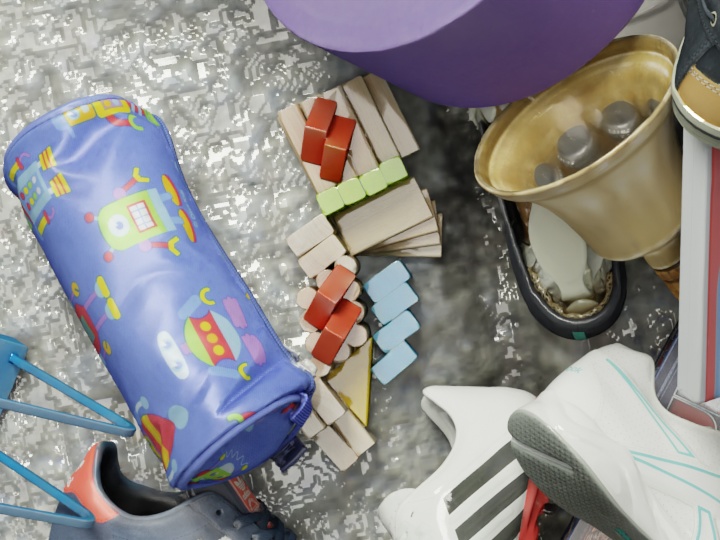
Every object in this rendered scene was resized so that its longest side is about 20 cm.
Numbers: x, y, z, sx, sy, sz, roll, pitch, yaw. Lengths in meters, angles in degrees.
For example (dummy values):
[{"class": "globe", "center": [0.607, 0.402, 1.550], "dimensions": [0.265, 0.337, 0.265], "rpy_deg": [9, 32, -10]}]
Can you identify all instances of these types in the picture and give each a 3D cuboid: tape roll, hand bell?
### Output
[{"class": "tape roll", "center": [0.046, -0.181, 0.899], "dimensions": [0.200, 0.085, 0.200], "rpy_deg": [-15, 66, 37]}, {"class": "hand bell", "center": [0.148, 0.000, 0.905], "dimensions": [0.104, 0.104, 0.200], "rpy_deg": [-37, 117, 3]}]

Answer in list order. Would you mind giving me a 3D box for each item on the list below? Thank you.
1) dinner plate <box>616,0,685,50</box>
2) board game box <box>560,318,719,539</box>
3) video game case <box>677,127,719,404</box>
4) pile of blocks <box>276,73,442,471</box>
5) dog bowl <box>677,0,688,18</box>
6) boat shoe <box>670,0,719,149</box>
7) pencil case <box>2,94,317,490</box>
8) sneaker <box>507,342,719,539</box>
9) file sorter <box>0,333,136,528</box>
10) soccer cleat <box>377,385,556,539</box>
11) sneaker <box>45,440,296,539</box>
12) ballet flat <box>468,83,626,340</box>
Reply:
[{"class": "dinner plate", "center": [0.116, -0.187, 0.980], "dimensions": [0.200, 0.024, 0.201], "rpy_deg": [0, 91, 2]}, {"class": "board game box", "center": [0.184, 0.119, 0.973], "dimensions": [0.135, 0.035, 0.200], "rpy_deg": [27, 92, 3]}, {"class": "video game case", "center": [0.228, -0.032, 0.888], "dimensions": [0.200, 0.017, 0.143], "rpy_deg": [-17, 121, -25]}, {"class": "pile of blocks", "center": [0.000, 0.000, 0.968], "dimensions": [0.082, 0.062, 0.200], "rpy_deg": [-2, 91, 3]}, {"class": "dog bowl", "center": [0.239, -0.161, 0.943], "dimensions": [0.200, 0.059, 0.200], "rpy_deg": [0, 92, -6]}, {"class": "boat shoe", "center": [0.177, -0.135, 0.833], "dimensions": [0.075, 0.062, 0.200], "rpy_deg": [19, 49, 5]}, {"class": "pencil case", "center": [-0.094, 0.009, 0.942], "dimensions": [0.087, 0.078, 0.200], "rpy_deg": [-29, 73, -9]}, {"class": "sneaker", "center": [0.159, 0.120, 0.923], "dimensions": [0.080, 0.070, 0.200], "rpy_deg": [-43, 99, -25]}, {"class": "file sorter", "center": [-0.216, 0.130, 0.920], "dimensions": [0.123, 0.139, 0.200], "rpy_deg": [26, 93, 39]}, {"class": "soccer cleat", "center": [0.044, 0.146, 0.941], "dimensions": [0.085, 0.069, 0.200], "rpy_deg": [14, 65, 5]}, {"class": "sneaker", "center": [-0.055, 0.138, 0.965], "dimensions": [0.200, 0.075, 0.085], "rpy_deg": [16, 96, 3]}, {"class": "ballet flat", "center": [0.089, -0.061, 0.947], "dimensions": [0.073, 0.073, 0.200], "rpy_deg": [-13, 97, 3]}]
